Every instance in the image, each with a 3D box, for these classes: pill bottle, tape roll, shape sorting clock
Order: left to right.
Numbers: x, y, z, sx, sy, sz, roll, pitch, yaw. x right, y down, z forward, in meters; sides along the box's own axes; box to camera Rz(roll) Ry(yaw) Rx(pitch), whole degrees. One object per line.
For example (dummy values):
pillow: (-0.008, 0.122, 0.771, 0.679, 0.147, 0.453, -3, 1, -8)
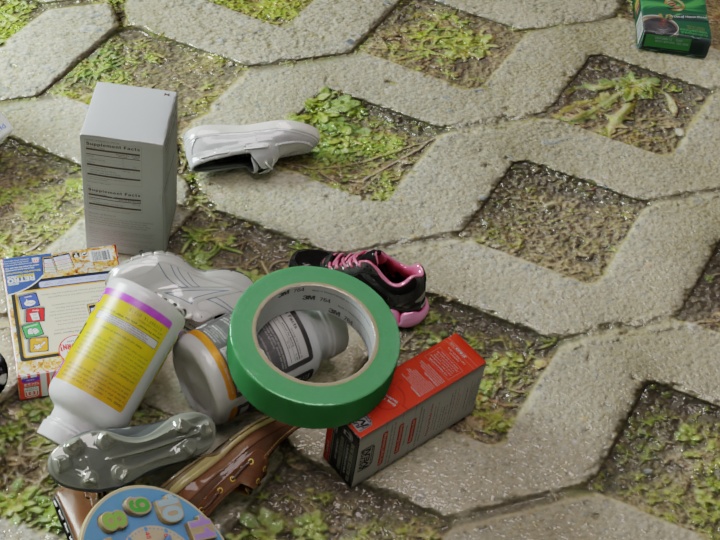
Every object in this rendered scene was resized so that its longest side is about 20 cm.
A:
pill bottle: (-0.293, 0.118, 1.535, 0.103, 0.104, 0.201, 24, 74, 15)
shape sorting clock: (-0.205, 0.315, 1.374, 0.199, 0.039, 0.201, 34, 35, -27)
pill bottle: (-0.119, 0.097, 1.610, 0.199, 0.117, 0.116, -25, 54, -29)
tape roll: (-0.054, 0.086, 1.525, 0.198, 0.048, 0.202, 7, 49, -8)

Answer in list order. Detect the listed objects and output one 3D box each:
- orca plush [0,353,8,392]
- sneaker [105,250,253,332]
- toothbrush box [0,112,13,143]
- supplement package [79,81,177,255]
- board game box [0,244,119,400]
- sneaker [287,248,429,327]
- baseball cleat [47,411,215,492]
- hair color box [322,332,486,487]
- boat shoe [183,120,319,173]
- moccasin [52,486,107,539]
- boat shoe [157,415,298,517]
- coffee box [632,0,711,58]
orca plush: (-0.466, 0.171, 1.517, 0.071, 0.105, 0.200, 56, 24, -7)
sneaker: (-0.223, 0.035, 1.663, 0.198, 0.075, 0.088, 10, 51, -22)
toothbrush box: (-0.599, -0.220, 1.802, 0.200, 0.085, 0.147, 50, 50, -10)
supplement package: (-0.303, -0.131, 1.745, 0.108, 0.201, 0.115, 7, 44, -2)
board game box: (-0.365, 0.060, 1.657, 0.150, 0.047, 0.201, -7, 48, -15)
sneaker: (0.000, 0.000, 1.737, 0.198, 0.096, 0.079, 16, 47, 10)
baseball cleat: (-0.261, 0.211, 1.487, 0.198, 0.106, 0.071, -8, 77, -28)
hair color box: (0.053, 0.165, 1.578, 0.199, 0.102, 0.061, -28, 56, -31)
boat shoe: (-0.154, -0.172, 1.906, 0.197, 0.072, 0.069, -1, 67, -19)
moccasin: (-0.267, 0.307, 1.420, 0.077, 0.074, 0.202, -21, 42, -16)
boat shoe: (-0.142, 0.227, 1.521, 0.199, 0.072, 0.068, -32, 86, -31)
coffee box: (0.536, -0.450, 2.288, 0.121, 0.044, 0.201, 8, 45, 0)
